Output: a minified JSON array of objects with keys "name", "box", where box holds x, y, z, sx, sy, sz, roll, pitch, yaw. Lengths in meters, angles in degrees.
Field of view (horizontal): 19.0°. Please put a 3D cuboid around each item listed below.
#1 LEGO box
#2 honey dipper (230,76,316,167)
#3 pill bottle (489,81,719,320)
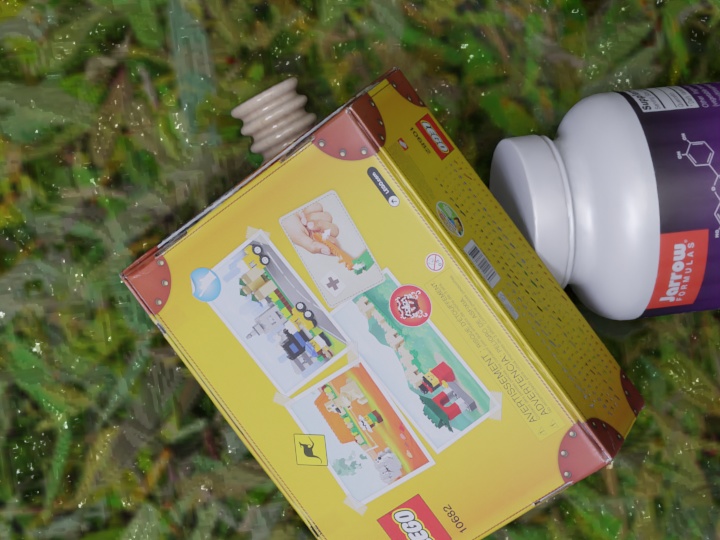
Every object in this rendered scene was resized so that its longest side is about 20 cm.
[{"name":"LEGO box","box":[0.011,0.033,1.000,0.149,0.077,0.200,-34,94,26]},{"name":"honey dipper","box":[0.000,0.000,1.057,0.038,0.038,0.200,-30,93,-12]},{"name":"pill bottle","box":[0.170,-0.036,1.056,0.200,0.112,0.113,-7,87,-12]}]
